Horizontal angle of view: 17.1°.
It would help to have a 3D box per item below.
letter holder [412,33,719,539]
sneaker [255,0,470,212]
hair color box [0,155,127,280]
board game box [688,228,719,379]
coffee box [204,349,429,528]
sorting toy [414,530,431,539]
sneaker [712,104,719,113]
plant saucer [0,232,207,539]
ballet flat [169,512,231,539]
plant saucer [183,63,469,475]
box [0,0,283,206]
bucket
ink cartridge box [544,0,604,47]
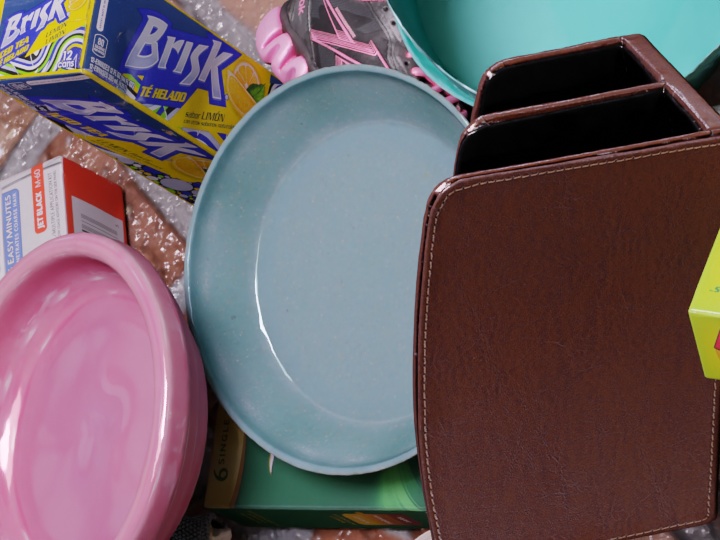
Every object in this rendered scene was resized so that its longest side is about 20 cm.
[{"bbox_3d":[0.077,0.017,1.050,0.141,0.201,0.101,-11,33,-14],"label":"letter holder"},{"bbox_3d":[0.020,-0.102,1.251,0.200,0.079,0.096,52,121,34],"label":"sneaker"},{"bbox_3d":[-0.230,0.023,1.391,0.199,0.064,0.112,-22,63,27],"label":"hair color box"},{"bbox_3d":[0.217,-0.040,0.997,0.101,0.048,0.201,9,56,25],"label":"board game box"},{"bbox_3d":[0.016,0.069,1.222,0.199,0.044,0.124,-2,72,33],"label":"coffee box"},{"bbox_3d":[0.016,0.254,1.138,0.180,0.106,0.201,-55,50,28],"label":"sorting toy"},{"bbox_3d":[0.240,-0.105,1.120,0.198,0.079,0.131,-9,65,33],"label":"sneaker"},{"bbox_3d":[-0.144,0.083,1.237,0.200,0.051,0.202,-18,65,45],"label":"plant saucer"},{"bbox_3d":[-0.064,0.178,1.193,0.074,0.074,0.200,-49,33,8],"label":"ballet flat"},{"bbox_3d":[0.000,0.000,1.187,0.199,0.036,0.202,-2,87,35],"label":"plant saucer"},{"bbox_3d":[-0.106,-0.093,1.265,0.070,0.200,0.065,-3,71,33],"label":"box"},{"bbox_3d":[0.103,-0.161,1.153,0.205,0.135,0.209,-1,83,5],"label":"bucket"},{"bbox_3d":[0.109,-0.209,1.271,0.094,0.037,0.202,8,80,36],"label":"ink cartridge box"}]
